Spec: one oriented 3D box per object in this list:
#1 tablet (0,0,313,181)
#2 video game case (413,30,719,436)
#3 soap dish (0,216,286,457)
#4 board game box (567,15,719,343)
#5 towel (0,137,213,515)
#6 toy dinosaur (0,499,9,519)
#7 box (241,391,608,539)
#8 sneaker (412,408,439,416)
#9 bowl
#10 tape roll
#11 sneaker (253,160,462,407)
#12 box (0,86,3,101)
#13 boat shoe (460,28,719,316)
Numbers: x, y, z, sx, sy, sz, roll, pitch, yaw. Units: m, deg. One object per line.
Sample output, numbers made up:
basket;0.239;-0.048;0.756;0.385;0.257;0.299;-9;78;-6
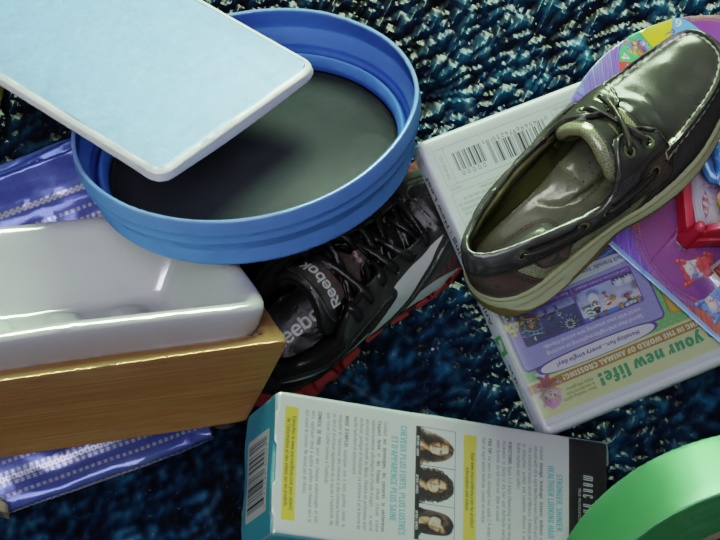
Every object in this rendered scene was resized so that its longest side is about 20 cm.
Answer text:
tablet;-0.140;-0.125;1.614;0.200;0.014;0.130;32;53;29
video game case;0.155;-0.023;1.608;0.200;0.022;0.182;-21;81;-15
soap dish;-0.159;0.035;1.554;0.200;0.157;0.081;-8;116;-18
board game box;0.214;-0.057;1.594;0.200;0.039;0.158;42;73;1
towel;-0.182;0.029;1.665;0.145;0.024;0.200;-20;82;4
toy dinosaur;-0.310;0.115;1.657;0.200;0.047;0.088;-8;99;6
box;0.037;0.125;1.538;0.200;0.049;0.082;11;67;-20
sneaker;0.070;0.160;1.601;0.078;0.075;0.200;-42;83;-3
bowl;-0.063;-0.076;1.599;0.201;0.039;0.201;-6;40;5
tape roll;0.204;0.180;1.531;0.200;0.048;0.201;-7;126;-10
sneaker;0.000;0.000;1.612;0.200;0.098;0.071;-42;80;-1
box;-0.266;-0.046;1.650;0.075;0.050;0.200;6;76;14
boat shoe;0.132;-0.060;1.548;0.201;0.066;0.072;-45;67;-6
